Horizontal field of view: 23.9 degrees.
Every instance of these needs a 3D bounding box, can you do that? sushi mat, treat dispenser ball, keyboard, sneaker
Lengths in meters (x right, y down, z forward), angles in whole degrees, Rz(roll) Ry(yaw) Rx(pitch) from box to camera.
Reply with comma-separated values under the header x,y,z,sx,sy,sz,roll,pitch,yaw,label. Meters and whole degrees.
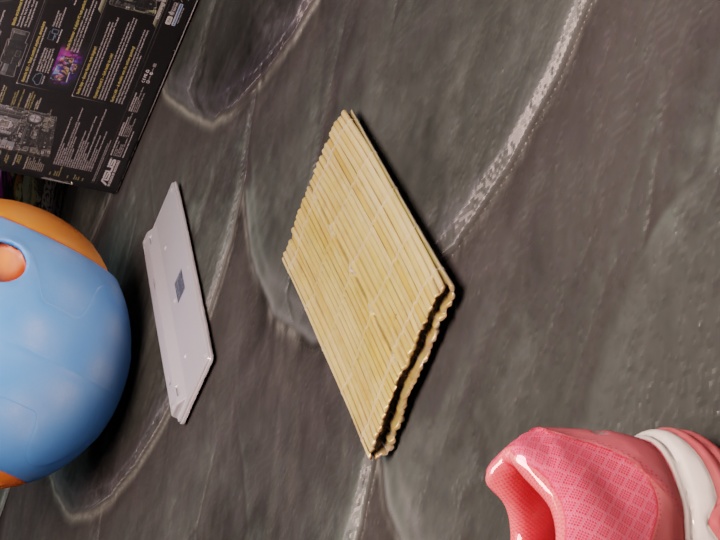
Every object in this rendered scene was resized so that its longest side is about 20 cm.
x,y,z,sx,sy,sz,roll,pitch,yaw,label
0.000,0.000,0.855,0.200,0.012,0.096,-116,44,-58,sushi mat
-0.259,0.051,1.180,0.201,0.199,0.202,-44,38,51,treat dispenser ball
-0.122,0.017,1.133,0.056,0.011,0.201,-58,29,26,keyboard
0.069,0.141,0.523,0.074,0.086,0.202,-42,40,54,sneaker

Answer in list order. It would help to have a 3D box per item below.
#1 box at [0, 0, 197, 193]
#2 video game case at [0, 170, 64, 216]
x,y,z,sx,sy,sz,roll,pitch,yaw,label
-0.227,-0.162,1.280,0.201,0.159,0.044,-63,31,30,box
-0.285,-0.102,1.437,0.181,0.035,0.202,79,-164,-69,video game case
